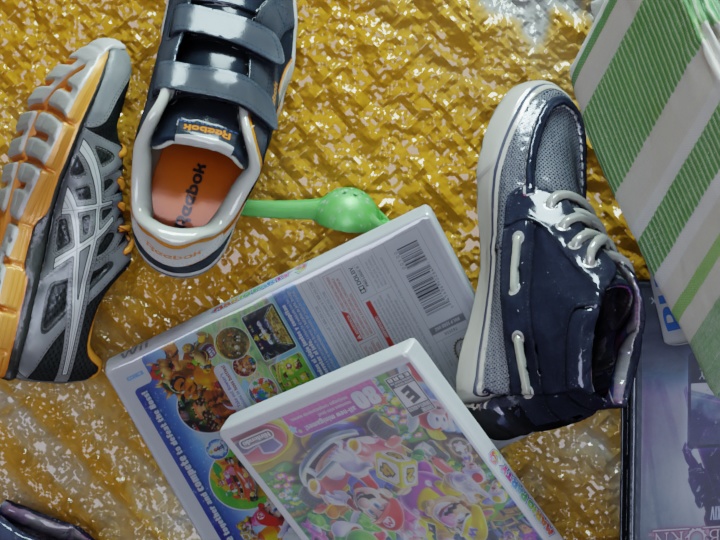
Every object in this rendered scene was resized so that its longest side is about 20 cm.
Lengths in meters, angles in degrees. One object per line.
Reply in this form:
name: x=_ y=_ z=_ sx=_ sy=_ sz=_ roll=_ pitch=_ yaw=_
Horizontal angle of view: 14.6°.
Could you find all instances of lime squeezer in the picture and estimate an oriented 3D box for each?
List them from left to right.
lime squeezer: x=0.000 y=0.000 z=1.566 sx=0.200 sy=0.038 sz=0.071 roll=39 pitch=92 yaw=-3

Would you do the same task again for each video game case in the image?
video game case: x=-0.020 y=0.069 z=1.553 sx=0.199 sy=0.018 sz=0.144 roll=-26 pitch=109 yaw=8
video game case: x=0.032 y=0.138 z=1.516 sx=0.143 sy=0.018 sz=0.200 roll=-24 pitch=110 yaw=38
video game case: x=0.210 y=0.104 z=1.549 sx=0.142 sy=0.019 sz=0.201 roll=-2 pitch=94 yaw=-21

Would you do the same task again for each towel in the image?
towel: x=0.169 y=-0.059 z=1.419 sx=0.023 sy=0.153 sz=0.201 roll=-12 pitch=62 yaw=-24

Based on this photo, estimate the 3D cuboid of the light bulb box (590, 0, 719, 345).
light bulb box: x=0.234 y=-0.076 z=1.445 sx=0.124 sy=0.200 sz=0.199 roll=-11 pitch=87 yaw=-23

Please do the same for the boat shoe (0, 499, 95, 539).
boat shoe: x=-0.147 y=0.208 z=1.570 sx=0.199 sy=0.075 sz=0.093 roll=28 pitch=103 yaw=1

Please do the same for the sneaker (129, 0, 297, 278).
sneaker: x=-0.078 y=-0.097 z=1.529 sx=0.078 sy=0.079 sz=0.201 roll=10 pitch=83 yaw=-2

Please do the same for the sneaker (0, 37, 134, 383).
sneaker: x=-0.160 y=-0.031 z=1.560 sx=0.077 sy=0.078 sz=0.201 roll=16 pitch=94 yaw=-21

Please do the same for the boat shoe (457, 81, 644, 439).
boat shoe: x=0.113 y=-0.010 z=1.498 sx=0.092 sy=0.074 sz=0.201 roll=-9 pitch=68 yaw=44
